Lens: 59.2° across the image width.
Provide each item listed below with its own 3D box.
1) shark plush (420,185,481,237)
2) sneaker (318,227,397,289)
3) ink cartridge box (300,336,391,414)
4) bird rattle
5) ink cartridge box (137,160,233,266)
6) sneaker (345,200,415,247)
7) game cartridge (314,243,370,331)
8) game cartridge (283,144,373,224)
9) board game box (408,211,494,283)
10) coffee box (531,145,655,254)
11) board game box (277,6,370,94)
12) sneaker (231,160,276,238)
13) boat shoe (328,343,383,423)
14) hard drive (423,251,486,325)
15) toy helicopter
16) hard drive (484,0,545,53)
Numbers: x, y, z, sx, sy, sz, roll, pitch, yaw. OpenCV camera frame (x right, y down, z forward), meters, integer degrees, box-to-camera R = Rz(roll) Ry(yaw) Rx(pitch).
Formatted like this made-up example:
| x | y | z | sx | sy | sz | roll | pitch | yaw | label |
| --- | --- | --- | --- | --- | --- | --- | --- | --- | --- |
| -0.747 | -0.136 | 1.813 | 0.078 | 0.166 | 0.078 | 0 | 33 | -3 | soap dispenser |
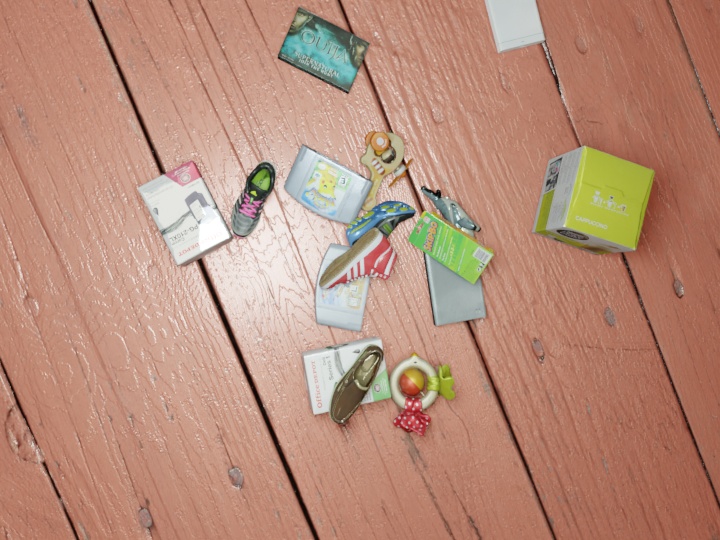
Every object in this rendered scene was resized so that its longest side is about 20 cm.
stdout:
| x | y | z | sx | sy | sz | roll | pitch | yaw | label |
| --- | --- | --- | --- | --- | --- | --- | --- | --- | --- |
| 0.217 | -0.133 | 1.581 | 0.083 | 0.091 | 0.200 | -42 | 90 | 15 | shark plush |
| 0.000 | 0.000 | 1.526 | 0.199 | 0.072 | 0.112 | -39 | 121 | 14 | sneaker |
| -0.038 | 0.255 | 1.546 | 0.195 | 0.084 | 0.150 | -11 | 91 | -9 | ink cartridge box |
| 0.142 | 0.302 | 1.586 | 0.163 | 0.113 | 0.200 | 45 | 97 | 6 | bird rattle |
| -0.408 | -0.131 | 1.494 | 0.143 | 0.084 | 0.203 | -28 | 93 | -7 | ink cartridge box |
| 0.050 | -0.110 | 1.574 | 0.197 | 0.071 | 0.084 | -30 | 131 | -20 | sneaker |
| -0.046 | 0.041 | 1.572 | 0.130 | 0.041 | 0.205 | 10 | 88 | -12 | game cartridge |
| -0.082 | -0.202 | 1.547 | 0.197 | 0.041 | 0.135 | 27 | 108 | -2 | game cartridge |
| 0.220 | -0.060 | 1.553 | 0.198 | 0.030 | 0.096 | 32 | 120 | 2 | board game box |
| 0.575 | -0.168 | 1.584 | 0.195 | 0.198 | 0.204 | 16 | 87 | -8 | coffee box |
| -0.091 | -0.547 | 1.573 | 0.197 | 0.028 | 0.138 | 24 | 87 | -7 | board game box |
| -0.257 | -0.175 | 1.515 | 0.073 | 0.087 | 0.203 | 26 | 86 | -7 | sneaker |
| -0.011 | 0.263 | 1.469 | 0.074 | 0.075 | 0.205 | 28 | 86 | -8 | boat shoe |
| 0.239 | 0.028 | 1.615 | 0.136 | 0.033 | 0.205 | -9 | 91 | -8 | hard drive |
| 0.054 | -0.242 | 1.582 | 0.130 | 0.079 | 0.204 | 19 | 97 | -17 | toy helicopter |
| 0.395 | -0.682 | 1.648 | 0.129 | 0.027 | 0.205 | -15 | 91 | -8 | hard drive |
